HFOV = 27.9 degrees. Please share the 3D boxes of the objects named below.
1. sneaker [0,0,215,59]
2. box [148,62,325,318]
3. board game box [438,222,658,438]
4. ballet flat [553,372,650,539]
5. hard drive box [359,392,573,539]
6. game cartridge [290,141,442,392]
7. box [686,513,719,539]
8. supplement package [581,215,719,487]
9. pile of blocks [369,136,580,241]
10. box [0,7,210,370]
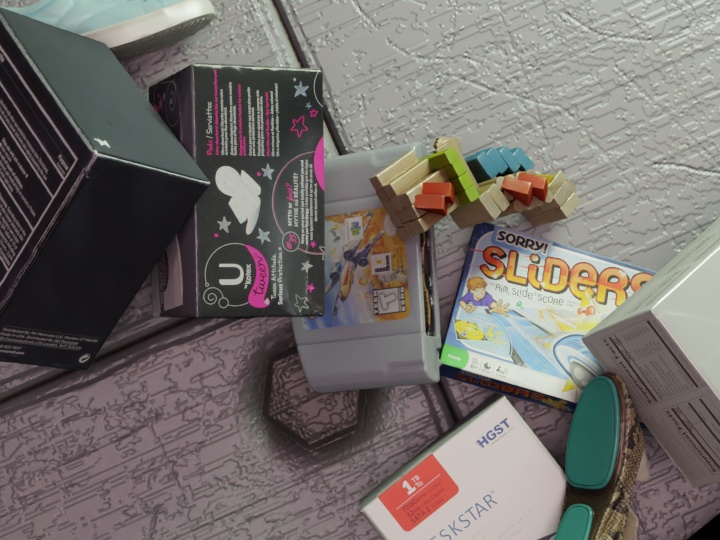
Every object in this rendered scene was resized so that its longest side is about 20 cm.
[{"bbox_3d":[-0.227,-0.221,1.239,0.200,0.074,0.082,-14,91,-1],"label":"sneaker"},{"bbox_3d":[-0.106,-0.061,1.192,0.114,0.132,0.201,1,88,-24],"label":"box"},{"bbox_3d":[0.176,0.049,1.228,0.200,0.034,0.136,16,69,1],"label":"board game box"},{"bbox_3d":[0.196,0.185,1.163,0.075,0.068,0.200,19,79,-31],"label":"ballet flat"},{"bbox_3d":[0.119,0.229,1.222,0.156,0.077,0.200,-39,88,-1],"label":"hard drive box"},{"bbox_3d":[0.000,0.000,1.218,0.133,0.042,0.201,-7,81,26],"label":"game cartridge"},{"bbox_3d":[0.328,0.282,1.218,0.200,0.079,0.141,-38,86,-1],"label":"box"},{"bbox_3d":[0.312,0.049,1.170,0.200,0.111,0.156,-38,91,-26],"label":"supplement package"},{"bbox_3d":[0.107,-0.075,1.186,0.200,0.062,0.082,-6,85,-35],"label":"pile of blocks"},{"bbox_3d":[-0.250,-0.062,1.141,0.199,0.123,0.200,-54,52,21],"label":"box"}]
